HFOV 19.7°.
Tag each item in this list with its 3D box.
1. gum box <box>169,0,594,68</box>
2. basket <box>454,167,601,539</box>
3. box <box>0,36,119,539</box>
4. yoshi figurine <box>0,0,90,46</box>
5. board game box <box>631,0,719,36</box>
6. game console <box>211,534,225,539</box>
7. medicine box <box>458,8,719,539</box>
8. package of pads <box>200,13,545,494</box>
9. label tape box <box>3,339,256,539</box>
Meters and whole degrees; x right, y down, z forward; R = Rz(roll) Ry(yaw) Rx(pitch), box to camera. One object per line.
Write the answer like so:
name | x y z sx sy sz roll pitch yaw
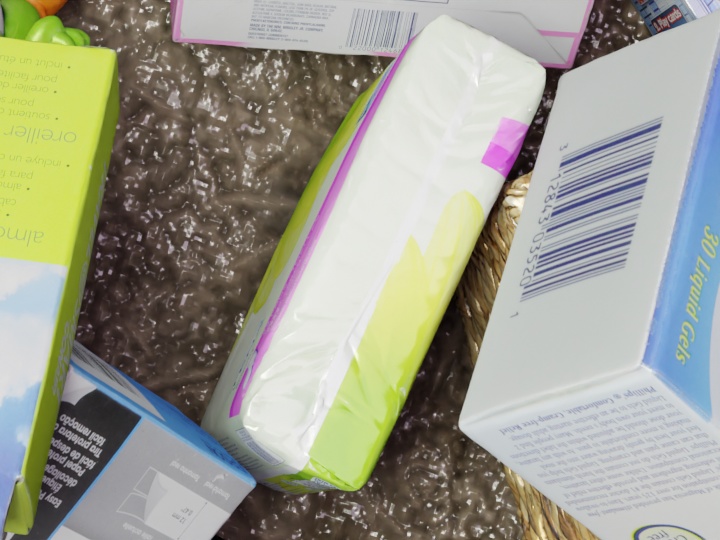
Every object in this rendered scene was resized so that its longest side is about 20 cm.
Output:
gum box | 0.002 -0.160 0.954 0.199 0.066 0.114 3 47 -11
basket | 0.137 0.045 0.943 0.142 0.149 0.201 -15 86 -13
box | -0.158 0.006 0.716 0.121 0.048 0.201 7 57 1
yoshi figurine | -0.181 -0.104 0.868 0.112 0.200 0.112 -15 118 18
board game box | 0.202 -0.173 1.027 0.200 0.062 0.200 44 77 -4
game console | -0.122 0.197 0.871 0.118 0.170 0.201 33 87 -49
medicine box | 0.159 0.029 0.853 0.200 0.103 0.183 38 53 -28
package of pads | 0.000 0.000 0.918 0.068 0.154 0.201 27 78 -7
label tape box | -0.150 0.122 0.797 0.066 0.143 0.200 35 87 34
